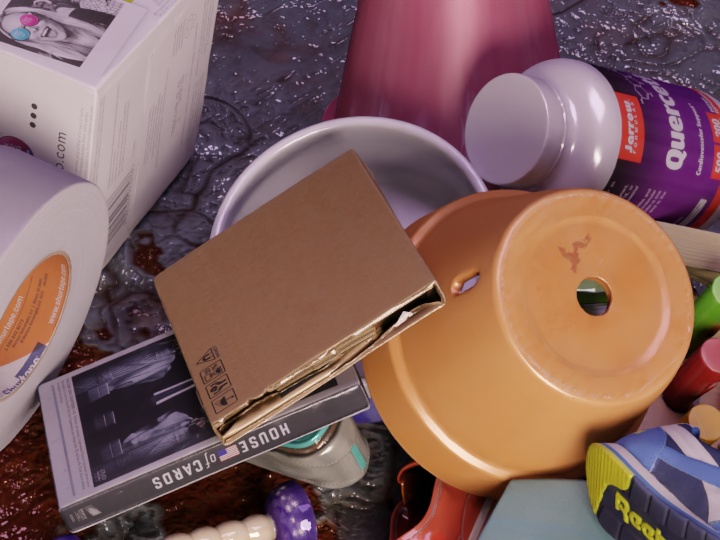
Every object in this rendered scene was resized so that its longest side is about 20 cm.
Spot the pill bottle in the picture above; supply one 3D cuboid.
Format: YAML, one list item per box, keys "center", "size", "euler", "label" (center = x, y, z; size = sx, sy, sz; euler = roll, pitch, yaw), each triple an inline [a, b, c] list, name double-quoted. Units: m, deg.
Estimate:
- center: [0.169, -0.085, 1.633]
  size: [0.200, 0.112, 0.112]
  euler: [7, 36, -44]
  label: "pill bottle"

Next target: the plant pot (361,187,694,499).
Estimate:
- center: [0.116, 0.034, 1.459]
  size: [0.200, 0.140, 0.200]
  euler: [6, 73, -21]
  label: "plant pot"

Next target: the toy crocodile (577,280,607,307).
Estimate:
- center: [0.085, 0.005, 1.651]
  size: [0.200, 0.062, 0.068]
  euler: [0, 61, 22]
  label: "toy crocodile"

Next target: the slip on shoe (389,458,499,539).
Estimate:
- center: [0.059, 0.135, 1.526]
  size: [0.061, 0.074, 0.200]
  euler: [36, 46, -11]
  label: "slip on shoe"

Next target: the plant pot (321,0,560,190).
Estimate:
- center: [0.069, -0.148, 1.726]
  size: [0.200, 0.179, 0.200]
  euler: [0, 27, 0]
  label: "plant pot"

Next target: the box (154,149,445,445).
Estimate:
- center: [-0.043, 0.012, 1.475]
  size: [0.163, 0.021, 0.200]
  euler: [-33, 30, 2]
  label: "box"

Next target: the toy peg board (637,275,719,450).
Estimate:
- center: [0.279, 0.105, 1.538]
  size: [0.200, 0.098, 0.199]
  euler: [15, 61, -9]
  label: "toy peg board"

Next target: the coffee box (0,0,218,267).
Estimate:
- center: [-0.236, -0.137, 1.656]
  size: [0.198, 0.200, 0.200]
  euler: [22, 43, 11]
  label: "coffee box"

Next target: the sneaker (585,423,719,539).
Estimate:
- center: [0.216, 0.154, 1.345]
  size: [0.082, 0.074, 0.200]
  euler: [-19, 45, -28]
  label: "sneaker"

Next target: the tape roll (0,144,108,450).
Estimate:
- center: [-0.238, 0.023, 1.480]
  size: [0.066, 0.200, 0.200]
  euler: [25, 43, 12]
  label: "tape roll"

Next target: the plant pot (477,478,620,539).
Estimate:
- center: [0.162, 0.217, 1.422]
  size: [0.200, 0.141, 0.141]
  euler: [21, 42, 14]
  label: "plant pot"

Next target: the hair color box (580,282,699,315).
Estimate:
- center: [0.195, 0.048, 1.669]
  size: [0.101, 0.061, 0.200]
  euler: [-5, 46, -18]
  label: "hair color box"

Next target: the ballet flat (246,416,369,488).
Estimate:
- center: [-0.076, 0.102, 1.535]
  size: [0.200, 0.064, 0.067]
  euler: [15, 62, 42]
  label: "ballet flat"

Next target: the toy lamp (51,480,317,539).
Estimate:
- center: [-0.125, 0.178, 1.449]
  size: [0.200, 0.058, 0.058]
  euler: [-12, 48, -25]
  label: "toy lamp"

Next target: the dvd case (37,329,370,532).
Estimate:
- center: [-0.103, 0.080, 1.477]
  size: [0.200, 0.025, 0.150]
  euler: [-23, 30, -1]
  label: "dvd case"

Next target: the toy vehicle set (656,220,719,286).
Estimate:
- center: [0.306, 0.016, 1.643]
  size: [0.200, 0.027, 0.124]
  euler: [23, -5, -41]
  label: "toy vehicle set"

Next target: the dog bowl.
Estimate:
- center: [0.000, 0.000, 1.593]
  size: [0.200, 0.079, 0.200]
  euler: [-3, 66, 8]
  label: "dog bowl"
